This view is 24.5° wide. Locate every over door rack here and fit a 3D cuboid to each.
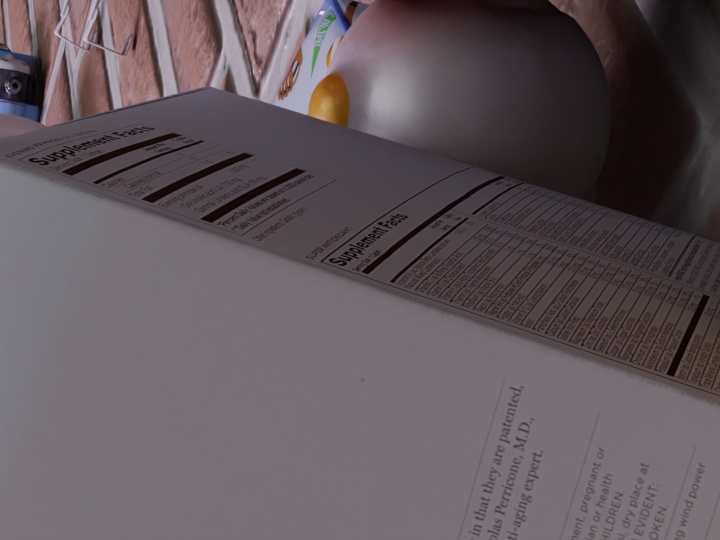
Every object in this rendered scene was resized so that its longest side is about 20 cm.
[{"bbox_3d":[-0.212,-0.273,1.301,0.148,0.066,0.201,-154,72,-68],"label":"over door rack"}]

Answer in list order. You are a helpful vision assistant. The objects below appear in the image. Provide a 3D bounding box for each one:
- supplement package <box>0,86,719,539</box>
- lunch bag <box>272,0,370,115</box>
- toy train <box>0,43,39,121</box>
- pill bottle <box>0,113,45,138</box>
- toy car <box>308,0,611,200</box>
[{"bbox_3d":[0.004,0.076,0.422,0.147,0.199,0.192,-35,-39,-69],"label":"supplement package"},{"bbox_3d":[0.000,0.000,0.683,0.160,0.075,0.201,-118,41,-52],"label":"lunch bag"},{"bbox_3d":[-0.360,-0.123,1.611,0.114,0.086,0.201,12,93,59],"label":"toy train"},{"bbox_3d":[-0.316,-0.022,1.412,0.120,0.119,0.200,-106,32,-45],"label":"pill bottle"},{"bbox_3d":[0.021,-0.074,0.523,0.184,0.176,0.201,28,114,55],"label":"toy car"}]
